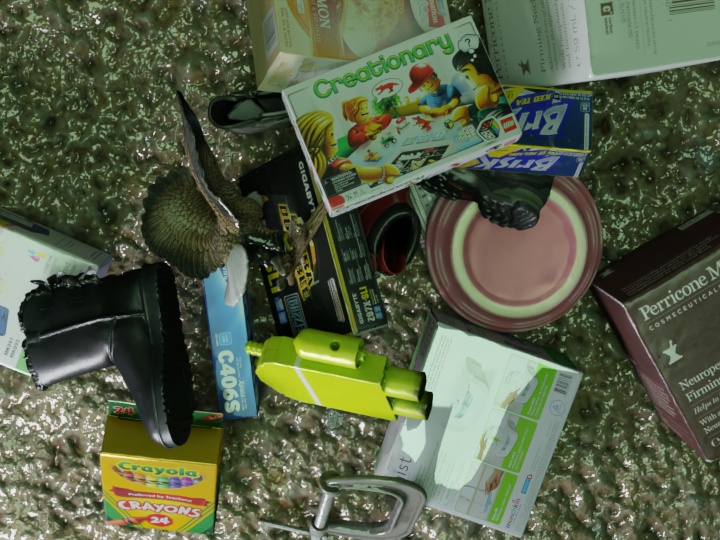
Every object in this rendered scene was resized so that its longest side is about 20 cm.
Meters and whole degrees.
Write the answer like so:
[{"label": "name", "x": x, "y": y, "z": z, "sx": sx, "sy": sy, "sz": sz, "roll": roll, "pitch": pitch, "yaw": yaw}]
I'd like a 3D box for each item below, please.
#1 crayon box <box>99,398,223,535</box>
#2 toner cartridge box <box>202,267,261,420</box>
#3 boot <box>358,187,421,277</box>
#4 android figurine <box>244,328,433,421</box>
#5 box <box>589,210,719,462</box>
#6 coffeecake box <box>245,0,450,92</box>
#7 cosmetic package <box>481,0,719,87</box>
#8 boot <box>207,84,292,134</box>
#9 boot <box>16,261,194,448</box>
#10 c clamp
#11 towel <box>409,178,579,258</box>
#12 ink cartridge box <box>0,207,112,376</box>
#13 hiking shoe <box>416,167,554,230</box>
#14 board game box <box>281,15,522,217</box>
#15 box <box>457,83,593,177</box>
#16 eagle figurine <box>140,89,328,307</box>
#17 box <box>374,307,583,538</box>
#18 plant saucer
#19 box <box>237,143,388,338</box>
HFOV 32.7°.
[{"label": "crayon box", "x": -0.215, "y": 0.216, "z": 1.328, "sx": 0.125, "sy": 0.051, "sz": 0.201, "roll": 6, "pitch": 142, "yaw": -3}, {"label": "toner cartridge box", "x": -0.142, "y": 0.054, "z": 1.346, "sx": 0.043, "sy": 0.095, "sz": 0.202, "roll": -7, "pitch": 100, "yaw": -2}, {"label": "boot", "x": 0.000, "y": 0.000, "z": 1.305, "sx": 0.072, "sy": 0.145, "sz": 0.201, "roll": 18, "pitch": 115, "yaw": -19}, {"label": "android figurine", "x": -0.025, "y": 0.110, "z": 1.276, "sx": 0.198, "sy": 0.182, "sz": 0.041, "roll": 11, "pitch": 68, "yaw": 17}, {"label": "box", "x": 0.377, "y": 0.066, "z": 1.336, "sx": 0.165, "sy": 0.164, "sz": 0.201, "roll": -31, "pitch": 99, "yaw": 2}, {"label": "coffeecake box", "x": -0.011, "y": -0.258, "z": 1.248, "sx": 0.198, "sy": 0.073, "sz": 0.155, "roll": 2, "pitch": 66, "yaw": -26}, {"label": "cosmetic package", "x": 0.239, "y": -0.277, "z": 1.239, "sx": 0.165, "sy": 0.200, "sz": 0.169, "roll": -12, "pitch": 97, "yaw": -20}, {"label": "boot", "x": -0.059, "y": -0.180, "z": 1.294, "sx": 0.198, "sy": 0.131, "sz": 0.068, "roll": -15, "pitch": 98, "yaw": -1}, {"label": "boot", "x": -0.259, "y": 0.089, "z": 1.239, "sx": 0.161, "sy": 0.073, "sz": 0.201, "roll": -11, "pitch": 81, "yaw": 15}, {"label": "c clamp", "x": -0.016, "y": 0.266, "z": 1.355, "sx": 0.169, "sy": 0.201, "sz": 0.027, "roll": 13, "pitch": 56, "yaw": -8}, {"label": "towel", "x": 0.143, "y": -0.107, "z": 1.364, "sx": 0.198, "sy": 0.035, "sz": 0.194, "roll": -21, "pitch": 99, "yaw": 0}, {"label": "ink cartridge box", "x": -0.393, "y": 0.015, "z": 1.333, "sx": 0.198, "sy": 0.088, "sz": 0.147, "roll": 24, "pitch": 98, "yaw": -4}, {"label": "hiking shoe", "x": 0.117, "y": -0.125, "z": 1.294, "sx": 0.199, "sy": 0.076, "sz": 0.101, "roll": 31, "pitch": 69, "yaw": 11}, {"label": "board game box", "x": 0.039, "y": -0.147, "z": 1.170, "sx": 0.198, "sy": 0.035, "sz": 0.127, "roll": -23, "pitch": 82, "yaw": -5}, {"label": "box", "x": 0.130, "y": -0.143, "z": 1.226, "sx": 0.197, "sy": 0.064, "sz": 0.071, "roll": 5, "pitch": 71, "yaw": 1}, {"label": "eagle figurine", "x": -0.140, "y": -0.062, "z": 1.230, "sx": 0.199, "sy": 0.151, "sz": 0.153, "roll": 33, "pitch": 86, "yaw": 5}, {"label": "box", "x": 0.128, "y": 0.169, "z": 1.375, "sx": 0.175, "sy": 0.097, "sz": 0.202, "roll": 18, "pitch": 98, "yaw": -5}, {"label": "plant saucer", "x": 0.171, "y": -0.027, "z": 1.346, "sx": 0.198, "sy": 0.051, "sz": 0.203, "roll": 0, "pitch": 102, "yaw": -2}, {"label": "box", "x": -0.054, "y": -0.023, "z": 1.290, "sx": 0.049, "sy": 0.159, "sz": 0.202, "roll": -14, "pitch": 88, "yaw": -31}]
